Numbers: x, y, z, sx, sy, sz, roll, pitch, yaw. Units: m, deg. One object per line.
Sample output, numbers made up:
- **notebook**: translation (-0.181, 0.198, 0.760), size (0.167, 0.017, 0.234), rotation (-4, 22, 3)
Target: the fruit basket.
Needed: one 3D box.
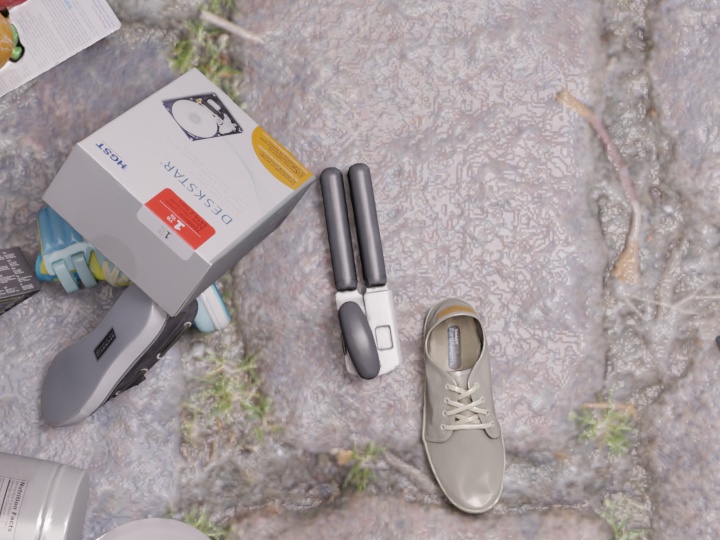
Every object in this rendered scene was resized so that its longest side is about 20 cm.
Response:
- **fruit basket**: translation (-0.354, -0.250, 1.687), size (0.200, 0.094, 0.185), rotation (-33, 88, -19)

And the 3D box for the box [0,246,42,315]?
- **box**: translation (-0.386, 0.043, 1.578), size (0.158, 0.200, 0.050), rotation (-31, 87, 15)

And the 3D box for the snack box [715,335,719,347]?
- **snack box**: translation (0.435, 0.123, 1.681), size (0.142, 0.053, 0.200), rotation (-24, 86, -4)

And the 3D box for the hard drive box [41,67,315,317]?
- **hard drive box**: translation (-0.156, -0.072, 1.610), size (0.156, 0.200, 0.077), rotation (42, 127, 2)

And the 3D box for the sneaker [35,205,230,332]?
- **sneaker**: translation (-0.217, 0.001, 1.665), size (0.131, 0.080, 0.200), rotation (-37, 78, -5)

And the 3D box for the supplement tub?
- **supplement tub**: translation (-0.351, 0.221, 1.619), size (0.200, 0.132, 0.132), rotation (10, 86, -1)

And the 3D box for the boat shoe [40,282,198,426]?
- **boat shoe**: translation (-0.214, 0.077, 1.639), size (0.200, 0.066, 0.070), rotation (-48, 50, 32)

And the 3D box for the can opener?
- **can opener**: translation (0.000, 0.000, 1.674), size (0.053, 0.067, 0.200), rotation (-8, 86, -3)

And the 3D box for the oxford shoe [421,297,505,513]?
- **oxford shoe**: translation (0.092, 0.124, 1.673), size (0.075, 0.058, 0.200), rotation (-6, 88, -4)

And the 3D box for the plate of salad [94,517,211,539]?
- **plate of salad**: translation (-0.200, 0.316, 1.627), size (0.200, 0.048, 0.200), rotation (-6, 100, -36)
